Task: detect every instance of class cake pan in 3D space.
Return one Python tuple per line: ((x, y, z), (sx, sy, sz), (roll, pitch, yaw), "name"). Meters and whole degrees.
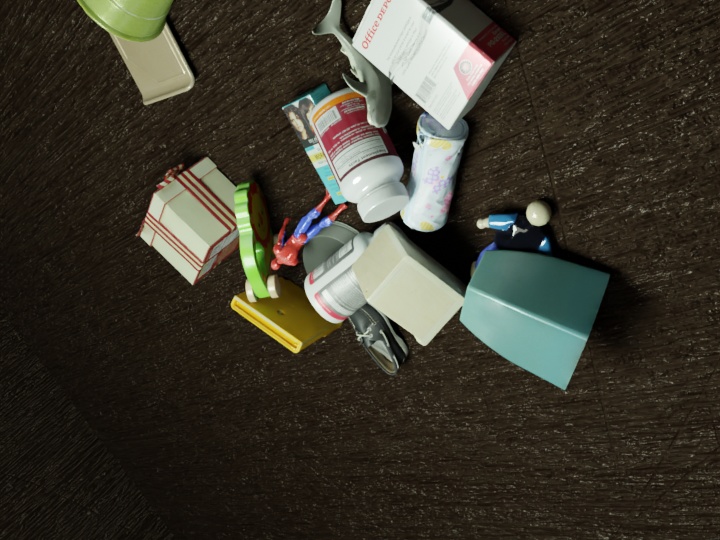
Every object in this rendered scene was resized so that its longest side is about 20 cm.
((-0.038, -0.004, 1.657), (0.198, 0.037, 0.203), (24, 136, 26), "cake pan")

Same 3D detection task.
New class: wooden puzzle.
((-0.416, -0.442, 1.637), (0.183, 0.037, 0.203), (-3, 116, 44), "wooden puzzle")

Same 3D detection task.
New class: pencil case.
((0.117, -0.158, 1.342), (0.082, 0.091, 0.202), (28, 139, 19), "pencil case")

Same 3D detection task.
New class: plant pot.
((-0.369, -0.532, 1.413), (0.189, 0.200, 0.201), (-29, 102, 38), "plant pot")
((0.268, 0.061, 1.317), (0.197, 0.142, 0.143), (22, 142, 15), "plant pot")

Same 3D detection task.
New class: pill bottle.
((0.002, -0.186, 1.352), (0.113, 0.112, 0.202), (-44, 66, 51), "pill bottle")
((0.000, 0.000, 1.526), (0.199, 0.111, 0.111), (-37, 96, 24), "pill bottle")

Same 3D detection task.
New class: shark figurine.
((0.019, -0.331, 1.318), (0.089, 0.128, 0.217), (-31, 82, 25), "shark figurine")

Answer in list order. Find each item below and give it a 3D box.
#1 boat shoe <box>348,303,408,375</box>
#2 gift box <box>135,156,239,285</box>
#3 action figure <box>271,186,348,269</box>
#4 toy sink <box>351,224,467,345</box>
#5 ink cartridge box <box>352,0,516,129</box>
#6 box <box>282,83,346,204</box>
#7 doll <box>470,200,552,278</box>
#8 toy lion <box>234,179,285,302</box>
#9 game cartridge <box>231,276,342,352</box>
((0.025, 0.131, 1.660), (0.073, 0.061, 0.201), (-7, 132, 39), "boat shoe")
((-0.355, -0.108, 1.737), (0.187, 0.200, 0.185), (43, 136, 5), "gift box")
((-0.109, -0.085, 1.601), (0.065, 0.099, 0.200), (35, 110, -24), "action figure")
((0.097, 0.039, 1.421), (0.199, 0.131, 0.112), (35, 104, -27), "toy sink")
((0.104, -0.332, 1.210), (0.200, 0.084, 0.145), (42, 141, 5), "ink cartridge box")
((-0.054, -0.223, 1.475), (0.082, 0.049, 0.202), (-12, 114, 46), "box")
((0.247, -0.043, 1.351), (0.135, 0.049, 0.201), (34, 140, 1), "doll")
((-0.209, -0.070, 1.646), (0.067, 0.202, 0.193), (-10, 132, 10), "toy lion")
((-0.147, 0.087, 1.712), (0.175, 0.199, 0.033), (33, 112, 16), "game cartridge")
